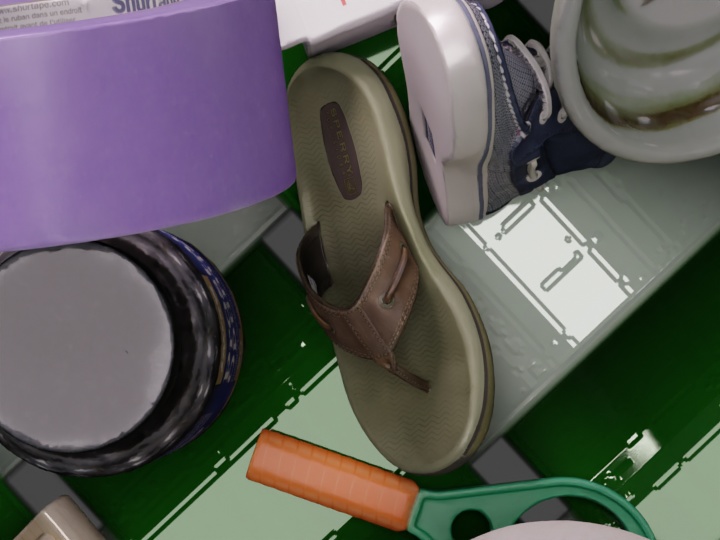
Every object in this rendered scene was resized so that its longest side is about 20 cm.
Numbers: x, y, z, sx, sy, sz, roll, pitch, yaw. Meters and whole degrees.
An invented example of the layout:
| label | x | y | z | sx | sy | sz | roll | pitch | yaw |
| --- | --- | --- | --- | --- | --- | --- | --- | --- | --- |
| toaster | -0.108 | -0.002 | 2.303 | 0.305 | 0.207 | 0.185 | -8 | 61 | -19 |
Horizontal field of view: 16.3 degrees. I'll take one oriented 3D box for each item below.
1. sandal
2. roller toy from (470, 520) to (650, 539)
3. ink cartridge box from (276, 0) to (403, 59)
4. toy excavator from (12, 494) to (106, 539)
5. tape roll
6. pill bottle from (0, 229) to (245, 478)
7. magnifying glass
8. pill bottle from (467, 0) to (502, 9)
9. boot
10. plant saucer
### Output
| label | x | y | z | sx | sy | sz | roll | pitch | yaw |
| --- | --- | --- | --- | --- | --- | --- | --- | --- | --- |
| sandal | -0.001 | 0.000 | 1.146 | 0.080 | 0.057 | 0.202 | -25 | 81 | 35 |
| roller toy | 0.079 | 0.202 | 1.028 | 0.199 | 0.140 | 0.183 | -4 | 109 | 19 |
| ink cartridge box | 0.009 | -0.174 | 1.159 | 0.199 | 0.067 | 0.116 | -21 | 88 | 0 |
| toy excavator | -0.215 | 0.198 | 1.127 | 0.200 | 0.194 | 0.100 | -41 | 87 | 28 |
| tape roll | -0.130 | -0.067 | 1.053 | 0.199 | 0.200 | 0.085 | -7 | 101 | 1 |
| pill bottle | -0.112 | 0.032 | 1.088 | 0.111 | 0.200 | 0.112 | 0 | 89 | 1 |
| magnifying glass | 0.044 | 0.118 | 1.174 | 0.199 | 0.022 | 0.080 | 19 | 89 | 0 |
| pill bottle | 0.097 | -0.213 | 1.071 | 0.200 | 0.111 | 0.111 | -38 | 88 | -3 |
| boot | 0.069 | -0.081 | 1.093 | 0.090 | 0.200 | 0.073 | -20 | 77 | -3 |
| plant saucer | 0.154 | -0.139 | 1.057 | 0.200 | 0.200 | 0.050 | -40 | 52 | -1 |
